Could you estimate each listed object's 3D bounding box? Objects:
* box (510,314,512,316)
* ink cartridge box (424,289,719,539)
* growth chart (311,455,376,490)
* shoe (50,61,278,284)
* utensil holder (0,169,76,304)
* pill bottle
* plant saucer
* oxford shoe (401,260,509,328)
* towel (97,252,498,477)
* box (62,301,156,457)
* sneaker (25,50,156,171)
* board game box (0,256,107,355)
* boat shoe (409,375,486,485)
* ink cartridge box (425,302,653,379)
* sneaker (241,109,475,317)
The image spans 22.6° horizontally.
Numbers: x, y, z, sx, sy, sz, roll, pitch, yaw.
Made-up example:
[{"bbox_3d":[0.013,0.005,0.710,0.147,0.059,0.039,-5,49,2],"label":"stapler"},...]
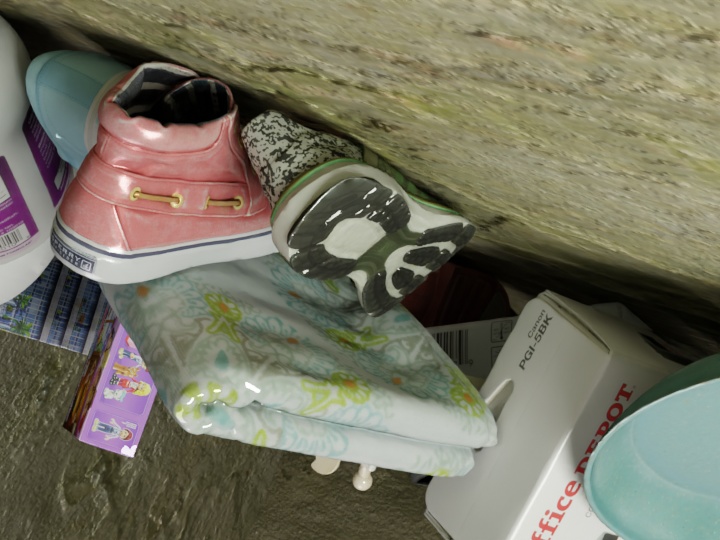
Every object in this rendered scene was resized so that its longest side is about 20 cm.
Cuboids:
[{"bbox_3d":[0.030,0.049,1.322,0.164,0.086,0.200,22,173,22],"label":"box"},{"bbox_3d":[0.158,0.116,0.998,0.200,0.147,0.083,20,-166,-30],"label":"ink cartridge box"},{"bbox_3d":[-0.049,0.047,1.217,0.200,0.145,0.018,40,-142,24],"label":"growth chart"},{"bbox_3d":[-0.075,-0.058,0.937,0.071,0.091,0.200,34,-153,21],"label":"shoe"},{"bbox_3d":[-0.312,-0.076,1.201,0.170,0.170,0.200,19,174,38],"label":"utensil holder"},{"bbox_3d":[-0.231,-0.086,1.010,0.112,0.112,0.200,23,161,10],"label":"pill bottle"},{"bbox_3d":[0.210,0.088,0.891,0.200,0.036,0.200,1,143,1],"label":"plant saucer"},{"bbox_3d":[0.000,0.000,1.122,0.200,0.071,0.075,30,176,-35],"label":"oxford shoe"},{"bbox_3d":[-0.039,0.036,0.960,0.200,0.048,0.171,14,-157,-35],"label":"towel"},{"bbox_3d":[-0.139,0.018,1.175,0.039,0.200,0.137,20,173,-12],"label":"box"},{"bbox_3d":[-0.130,-0.076,1.017,0.082,0.074,0.200,31,168,18],"label":"sneaker"},{"bbox_3d":[-0.163,-0.004,1.385,0.200,0.062,0.200,16,-150,-8],"label":"board game box"},{"bbox_3d":[0.111,0.109,1.070,0.201,0.063,0.074,11,153,-30],"label":"boat shoe"},{"bbox_3d":[0.120,0.078,1.137,0.162,0.057,0.200,-9,162,25],"label":"ink cartridge box"},{"bbox_3d":[-0.003,-0.039,0.938,0.089,0.077,0.200,55,-172,21],"label":"sneaker"}]
